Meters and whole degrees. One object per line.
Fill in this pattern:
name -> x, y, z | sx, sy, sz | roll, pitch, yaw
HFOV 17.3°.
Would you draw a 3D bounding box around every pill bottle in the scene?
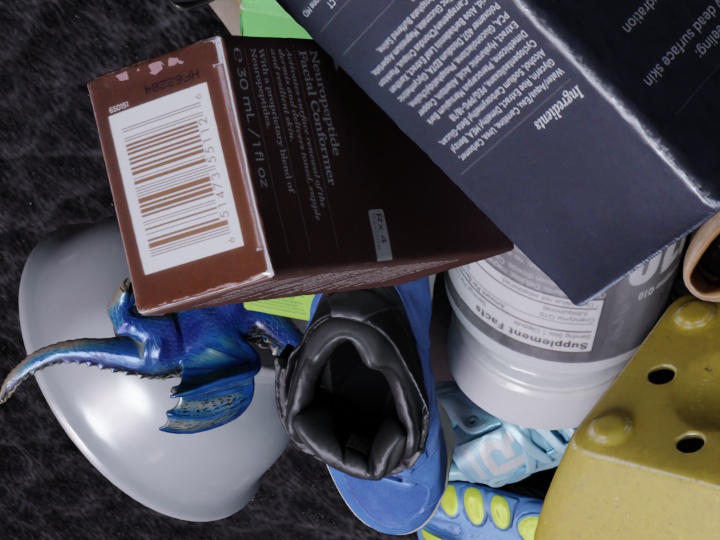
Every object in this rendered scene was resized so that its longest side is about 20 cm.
pill bottle -> 0.101, -0.023, 1.142 | 0.114, 0.114, 0.200 | 30, 138, 20

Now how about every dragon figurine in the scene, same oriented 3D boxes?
dragon figurine -> -0.088, 0.049, 1.267 | 0.100, 0.200, 0.059 | 60, 159, 17

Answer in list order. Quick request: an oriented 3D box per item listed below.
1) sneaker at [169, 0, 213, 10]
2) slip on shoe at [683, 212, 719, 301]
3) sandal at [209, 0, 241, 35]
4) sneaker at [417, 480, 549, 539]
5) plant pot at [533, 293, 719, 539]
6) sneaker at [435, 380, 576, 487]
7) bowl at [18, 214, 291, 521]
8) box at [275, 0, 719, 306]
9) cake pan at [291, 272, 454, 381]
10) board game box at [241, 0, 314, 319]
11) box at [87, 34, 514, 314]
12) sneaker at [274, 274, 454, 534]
sneaker -> -0.061, -0.157, 1.188 | 0.200, 0.104, 0.060 | 42, 145, 3
slip on shoe -> 0.219, -0.035, 1.069 | 0.076, 0.061, 0.200 | 52, 145, -12
sandal -> -0.023, -0.087, 1.266 | 0.200, 0.054, 0.080 | 49, 145, -7
sneaker -> 0.133, 0.159, 1.362 | 0.199, 0.083, 0.071 | 17, 104, 13
plant pot -> 0.196, 0.126, 1.138 | 0.194, 0.196, 0.200 | 13, 137, 37
sneaker -> 0.095, 0.089, 1.306 | 0.200, 0.082, 0.074 | -16, 116, 49
bowl -> -0.096, 0.039, 1.384 | 0.090, 0.201, 0.201 | -33, 102, 29
box -> 0.097, -0.130, 0.972 | 0.200, 0.197, 0.117 | 45, 146, -2
cake pan -> 0.000, 0.000, 1.297 | 0.200, 0.037, 0.200 | 21, 156, 10
board game box -> -0.010, -0.057, 1.160 | 0.095, 0.030, 0.200 | 10, 131, 11
box -> -0.019, -0.042, 1.006 | 0.075, 0.200, 0.100 | -15, 86, 31
sneaker -> 0.002, 0.078, 1.162 | 0.076, 0.111, 0.200 | 10, 130, 10
